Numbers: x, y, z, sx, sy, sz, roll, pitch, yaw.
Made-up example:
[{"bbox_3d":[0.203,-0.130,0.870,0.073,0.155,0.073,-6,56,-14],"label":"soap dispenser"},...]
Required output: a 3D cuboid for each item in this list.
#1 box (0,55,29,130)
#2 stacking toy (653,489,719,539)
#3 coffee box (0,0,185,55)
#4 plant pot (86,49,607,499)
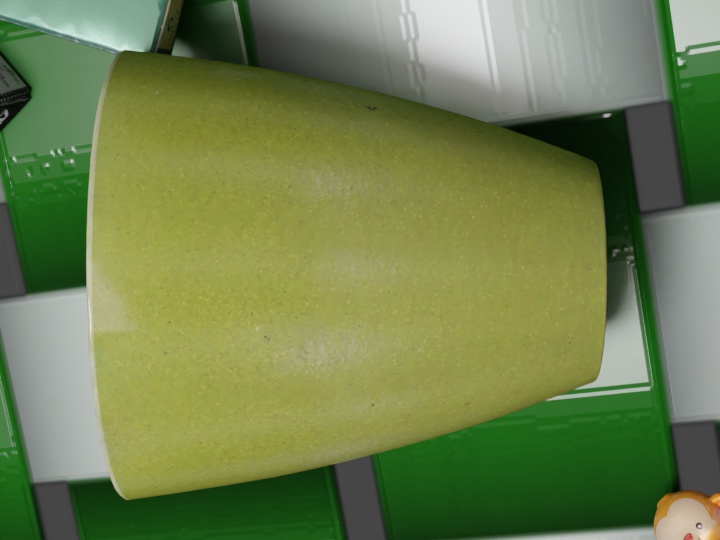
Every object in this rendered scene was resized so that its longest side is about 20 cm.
[{"bbox_3d":[-0.294,-0.096,0.800,0.193,0.048,0.200,-42,89,22],"label":"box"},{"bbox_3d":[0.208,0.164,0.695,0.200,0.110,0.117,40,113,16],"label":"stacking toy"},{"bbox_3d":[-0.166,-0.176,0.721,0.198,0.044,0.124,15,96,3],"label":"coffee box"},{"bbox_3d":[0.000,0.000,0.682,0.198,0.187,0.189,-1,103,1],"label":"plant pot"}]
